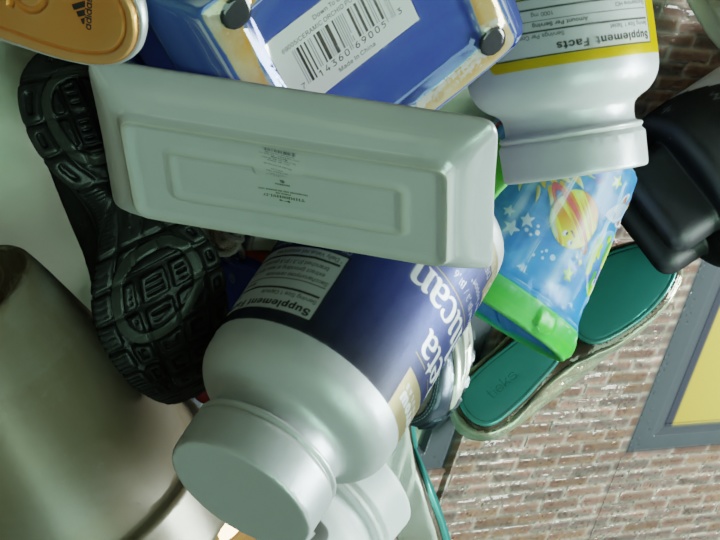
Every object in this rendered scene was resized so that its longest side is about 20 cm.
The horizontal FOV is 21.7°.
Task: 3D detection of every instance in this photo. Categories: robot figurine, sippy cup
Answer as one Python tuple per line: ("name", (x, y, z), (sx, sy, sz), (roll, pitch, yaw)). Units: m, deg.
("robot figurine", (0.267, -0.083, 1.282), (0.199, 0.150, 0.126), (-32, 112, -13))
("sippy cup", (0.107, -0.032, 1.200), (0.139, 0.178, 0.131), (32, 87, -10))

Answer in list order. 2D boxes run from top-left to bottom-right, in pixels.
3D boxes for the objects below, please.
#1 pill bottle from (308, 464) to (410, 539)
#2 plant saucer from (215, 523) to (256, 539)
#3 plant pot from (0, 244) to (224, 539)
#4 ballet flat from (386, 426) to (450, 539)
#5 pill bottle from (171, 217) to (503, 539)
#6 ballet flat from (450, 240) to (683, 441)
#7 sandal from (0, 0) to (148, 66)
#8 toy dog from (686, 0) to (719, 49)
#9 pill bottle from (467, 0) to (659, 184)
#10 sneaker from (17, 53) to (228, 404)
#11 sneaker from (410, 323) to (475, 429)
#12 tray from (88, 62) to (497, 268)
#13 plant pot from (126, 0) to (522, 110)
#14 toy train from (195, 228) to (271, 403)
("pill bottle", (-0.065, 0.199, 1.207), (0.200, 0.113, 0.115), (-45, 138, -26))
("plant saucer", (-0.133, 0.174, 1.117), (0.199, 0.200, 0.038), (-34, 101, -12))
("plant pot", (-0.193, 0.090, 1.033), (0.199, 0.200, 0.175), (-34, 118, -12))
("ballet flat", (0.016, 0.131, 1.292), (0.069, 0.069, 0.201), (-28, 128, -17))
("pill bottle", (-0.013, 0.039, 0.978), (0.201, 0.110, 0.112), (-57, 142, -30))
("ballet flat", (0.143, 0.050, 1.335), (0.199, 0.068, 0.062), (-36, 162, -6))
("sandal", (-0.197, -0.137, 0.858), (0.059, 0.205, 0.080), (-49, 151, -54))
("toy dog", (0.291, -0.251, 1.195), (0.199, 0.140, 0.195), (-38, 98, -6))
("pill bottle", (0.109, -0.154, 1.067), (0.111, 0.112, 0.202), (-10, 95, -30))
("sneaker", (-0.123, -0.027, 1.011), (0.075, 0.091, 0.202), (-18, 97, -6))
("sneaker", (0.000, 0.000, 1.107), (0.086, 0.202, 0.077), (-2, 159, -47))
("tray", (-0.034, -0.044, 0.903), (0.108, 0.198, 0.022), (88, 15, -50))
("plant pot", (-0.042, -0.159, 0.962), (0.199, 0.180, 0.201), (-38, 135, -8))
("toy train", (-0.042, -0.002, 1.150), (0.115, 0.084, 0.202), (-26, 126, -41))
